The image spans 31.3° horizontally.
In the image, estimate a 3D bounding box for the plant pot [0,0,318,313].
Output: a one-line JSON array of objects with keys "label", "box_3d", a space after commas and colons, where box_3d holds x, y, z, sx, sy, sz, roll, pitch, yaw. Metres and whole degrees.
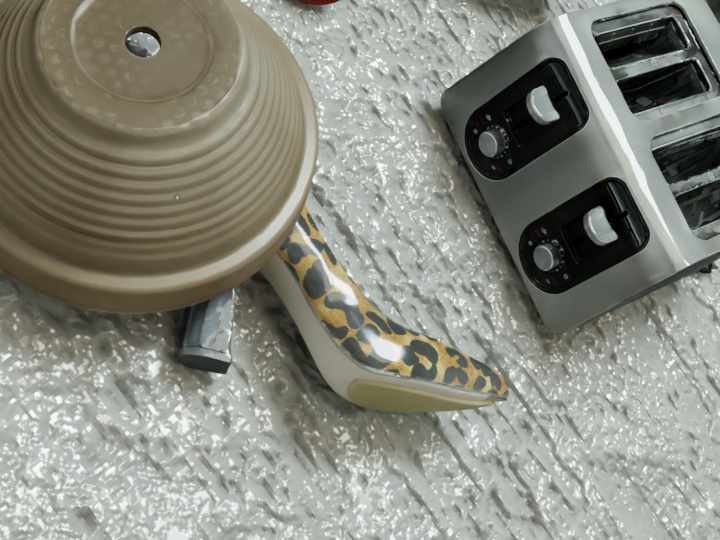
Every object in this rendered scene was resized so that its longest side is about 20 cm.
[{"label": "plant pot", "box_3d": [-0.112, -0.089, 0.642, 0.199, 0.093, 0.203, 6, 62, -12]}]

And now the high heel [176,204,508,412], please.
[{"label": "high heel", "box_3d": [0.000, 0.000, 0.723, 0.198, 0.071, 0.144, 14, 68, -19]}]

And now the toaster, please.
[{"label": "toaster", "box_3d": [0.180, -0.075, 0.853, 0.199, 0.118, 0.182, -19, 81, -38]}]

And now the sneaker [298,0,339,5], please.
[{"label": "sneaker", "box_3d": [-0.080, -0.258, 0.800, 0.199, 0.078, 0.116, 33, 45, -33]}]
